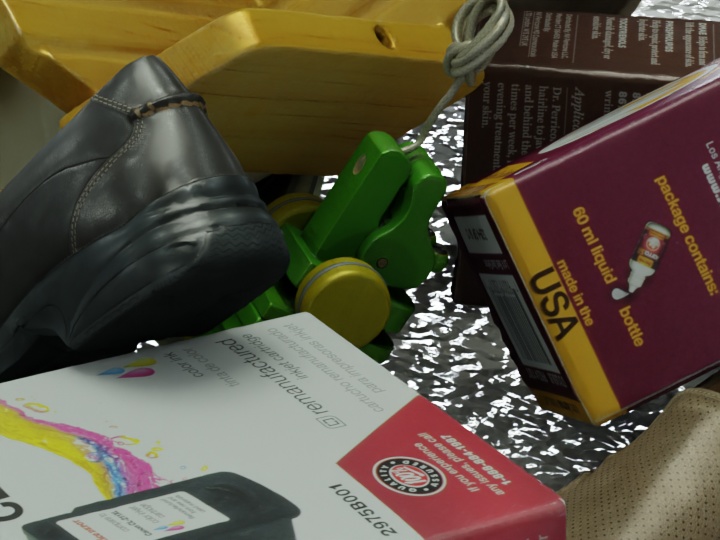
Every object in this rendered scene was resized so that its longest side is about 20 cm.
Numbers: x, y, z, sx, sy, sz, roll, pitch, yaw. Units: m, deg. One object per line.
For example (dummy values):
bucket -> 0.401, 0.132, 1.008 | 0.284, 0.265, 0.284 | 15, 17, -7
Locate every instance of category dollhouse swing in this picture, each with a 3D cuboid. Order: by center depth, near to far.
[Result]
dollhouse swing -> -0.026, -0.162, 0.975 | 0.182, 0.176, 0.200 | 1, 56, -49

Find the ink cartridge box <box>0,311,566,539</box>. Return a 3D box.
ink cartridge box -> -0.064, 0.093, 0.831 | 0.200, 0.083, 0.146 | -13, 29, -30

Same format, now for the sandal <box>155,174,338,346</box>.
sandal -> -0.027, -0.017, 1.095 | 0.080, 0.057, 0.201 | -35, 9, 20

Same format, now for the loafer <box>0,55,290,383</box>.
loafer -> -0.104, 0.006, 0.921 | 0.200, 0.072, 0.073 | -31, -18, 34

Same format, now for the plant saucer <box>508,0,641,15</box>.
plant saucer -> 0.025, -0.148, 1.239 | 0.200, 0.200, 0.030 | 3, 50, 2

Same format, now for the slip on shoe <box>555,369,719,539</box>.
slip on shoe -> 0.105, 0.066, 0.930 | 0.200, 0.061, 0.076 | -19, 32, -39

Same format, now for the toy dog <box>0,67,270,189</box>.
toy dog -> -0.132, -0.056, 1.074 | 0.193, 0.140, 0.200 | -20, 16, -5

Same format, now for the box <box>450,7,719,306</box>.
box -> 0.137, -0.038, 1.116 | 0.199, 0.100, 0.075 | 6, 25, 6

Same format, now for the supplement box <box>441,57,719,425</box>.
supplement box -> 0.138, -0.031, 0.994 | 0.200, 0.086, 0.110 | -26, 3, -5

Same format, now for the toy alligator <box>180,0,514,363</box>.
toy alligator -> 0.000, 0.000, 0.974 | 0.054, 0.200, 0.059 | 33, 13, -32
